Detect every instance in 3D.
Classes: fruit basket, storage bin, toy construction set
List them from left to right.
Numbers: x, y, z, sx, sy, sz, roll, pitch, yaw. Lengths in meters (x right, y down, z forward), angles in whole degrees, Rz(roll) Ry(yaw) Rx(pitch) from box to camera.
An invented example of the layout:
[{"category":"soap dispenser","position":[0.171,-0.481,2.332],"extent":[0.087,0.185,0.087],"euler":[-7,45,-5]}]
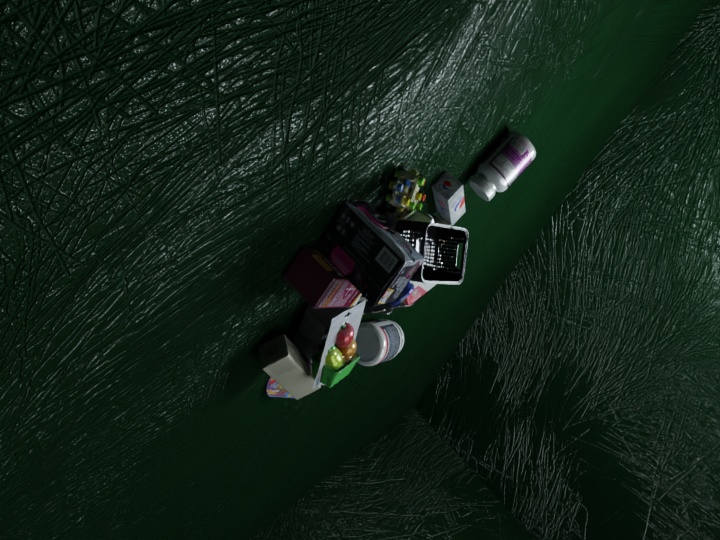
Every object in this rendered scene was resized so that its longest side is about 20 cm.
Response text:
[{"category":"fruit basket","position":[-0.058,0.187,1.587],"extent":[0.184,0.092,0.205],"euler":[-25,130,-59]},{"category":"toy construction set","position":[0.105,-0.165,1.474],"extent":[0.201,0.090,0.133],"euler":[108,6,-65]},{"category":"storage bin","position":[0.168,-0.042,1.474],"extent":[0.197,0.092,0.139],"euler":[3,95,-51]}]

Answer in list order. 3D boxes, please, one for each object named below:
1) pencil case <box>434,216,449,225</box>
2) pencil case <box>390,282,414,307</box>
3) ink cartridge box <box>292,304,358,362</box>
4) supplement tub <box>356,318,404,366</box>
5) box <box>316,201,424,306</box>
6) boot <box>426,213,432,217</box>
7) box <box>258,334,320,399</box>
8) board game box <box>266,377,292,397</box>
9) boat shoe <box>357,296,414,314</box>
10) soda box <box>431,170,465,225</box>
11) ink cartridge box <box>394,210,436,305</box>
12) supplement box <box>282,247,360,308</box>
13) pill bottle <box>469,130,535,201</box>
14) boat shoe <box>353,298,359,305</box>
[{"category":"pencil case","position":[0.204,-0.073,1.861],"extent":[0.200,0.090,0.078],"euler":[-46,-169,-7]},{"category":"pencil case","position":[0.054,-0.007,1.515],"extent":[0.078,0.202,0.087],"euler":[-39,177,28]},{"category":"ink cartridge box","position":[-0.101,0.164,1.674],"extent":[0.144,0.083,0.202],"euler":[-26,152,-43]},{"category":"supplement tub","position":[0.057,0.238,2.062],"extent":[0.141,0.140,0.199],"euler":[-52,159,17]},{"category":"box","position":[0.024,-0.042,1.373],"extent":[0.133,0.200,0.114],"euler":[-54,160,22]},{"category":"boot","position":[0.131,-0.084,1.688],"extent":[0.200,0.074,0.096],"euler":[-46,176,-4]},{"category":"box","position":[-0.180,0.250,1.575],"extent":[0.081,0.069,0.201],"euler":[-25,141,5]},{"category":"board game box","position":[-0.177,0.330,1.787],"extent":[0.197,0.039,0.159],"euler":[16,119,-44]},{"category":"boat shoe","position":[0.058,0.091,1.699],"extent":[0.076,0.194,0.062],"euler":[-64,153,-68]},{"category":"soda box","position":[0.254,-0.203,1.755],"extent":[0.063,0.068,0.200],"euler":[-45,160,-4]},{"category":"ink cartridge box","position":[0.134,-0.034,1.609],"extent":[0.144,0.084,0.203],"euler":[-35,129,-20]},{"category":"supplement box","position":[-0.074,0.018,1.414],"extent":[0.086,0.110,0.199],"euler":[-52,160,14]},{"category":"pill bottle","position":[0.423,-0.310,1.840],"extent":[0.200,0.112,0.112],"euler":[-46,161,-1]},{"category":"boat shoe","position":[0.000,0.000,1.604],"extent":[0.074,0.059,0.203],"euler":[94,22,-60]}]
